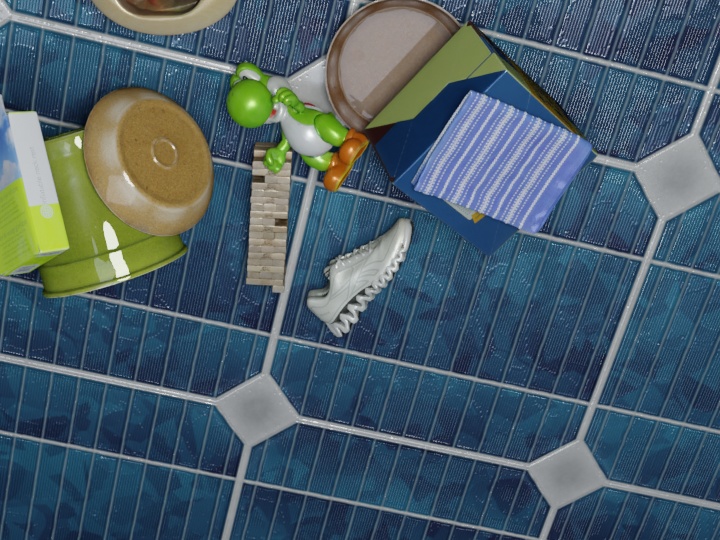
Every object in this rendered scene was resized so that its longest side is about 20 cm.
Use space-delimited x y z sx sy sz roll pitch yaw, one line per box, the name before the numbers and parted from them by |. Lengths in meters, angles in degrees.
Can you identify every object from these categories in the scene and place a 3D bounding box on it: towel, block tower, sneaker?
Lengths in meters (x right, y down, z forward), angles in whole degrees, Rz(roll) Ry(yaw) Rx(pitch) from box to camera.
towel | 0.176 -0.127 1.436 0.199 0.024 0.145 17 119 -30
block tower | -0.126 -0.072 1.614 0.057 0.054 0.202 3 114 -2
sneaker | 0.000 0.000 1.644 0.081 0.075 0.200 37 108 -7

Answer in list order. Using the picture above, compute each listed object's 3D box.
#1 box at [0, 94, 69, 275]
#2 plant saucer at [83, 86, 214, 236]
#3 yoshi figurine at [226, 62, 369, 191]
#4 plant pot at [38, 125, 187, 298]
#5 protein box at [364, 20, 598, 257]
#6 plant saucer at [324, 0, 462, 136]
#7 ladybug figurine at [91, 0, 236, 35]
box | -0.431 -0.106 1.466 0.121 0.047 0.202 -21 82 48
plant saucer | -0.259 -0.146 1.505 0.035 0.201 0.201 -21 118 43
yoshi figurine | -0.096 -0.186 1.508 0.199 0.112 0.113 37 88 2
plant pot | -0.351 -0.090 1.539 0.198 0.200 0.195 -15 102 5
protein box | 0.153 -0.165 1.503 0.198 0.135 0.199 -44 128 16
plant saucer | 0.052 -0.263 1.544 0.198 0.035 0.202 0 113 -1
ladybug figurine | -0.242 -0.367 1.468 0.198 0.072 0.137 3 113 -2
